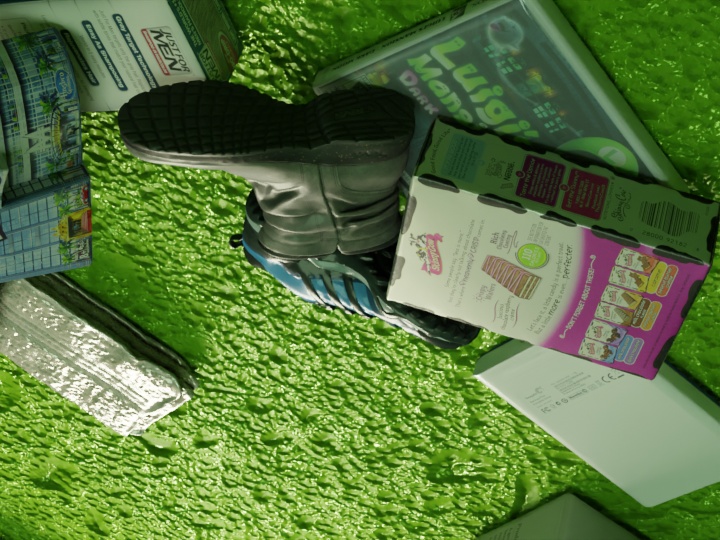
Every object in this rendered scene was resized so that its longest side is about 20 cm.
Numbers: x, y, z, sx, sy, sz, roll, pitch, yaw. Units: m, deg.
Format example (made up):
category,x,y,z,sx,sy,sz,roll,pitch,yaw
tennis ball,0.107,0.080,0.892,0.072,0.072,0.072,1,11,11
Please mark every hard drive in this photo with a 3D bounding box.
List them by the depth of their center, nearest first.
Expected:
category,x,y,z,sx,sy,sz,roll,pitch,yaw
hard drive,0.206,0.110,1.143,0.200,0.025,0.132,37,138,-18

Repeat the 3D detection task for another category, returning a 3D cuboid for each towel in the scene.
category,x,y,z,sx,sy,sz,roll,pitch,yaw
towel,-0.254,0.075,1.303,0.200,0.035,0.132,36,138,-17

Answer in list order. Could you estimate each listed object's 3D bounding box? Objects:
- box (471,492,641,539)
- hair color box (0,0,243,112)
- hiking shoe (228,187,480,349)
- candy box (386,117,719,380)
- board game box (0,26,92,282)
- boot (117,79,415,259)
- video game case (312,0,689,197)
category,x,y,z,sx,sy,sz,roll,pitch,yaw
box,0.190,0.348,1.284,0.200,0.199,0.171,33,139,-16
hair color box,-0.191,-0.164,0.982,0.200,0.061,0.100,0,139,24
hiking shoe,0.000,0.000,1.086,0.200,0.074,0.087,32,148,2
candy box,0.127,-0.012,0.979,0.200,0.061,0.137,17,141,4
board game box,-0.285,-0.051,0.967,0.062,0.200,0.200,57,155,27
boot,-0.063,-0.057,0.972,0.199,0.070,0.132,4,140,-5
video game case,0.094,-0.088,0.971,0.182,0.023,0.200,-19,126,38
